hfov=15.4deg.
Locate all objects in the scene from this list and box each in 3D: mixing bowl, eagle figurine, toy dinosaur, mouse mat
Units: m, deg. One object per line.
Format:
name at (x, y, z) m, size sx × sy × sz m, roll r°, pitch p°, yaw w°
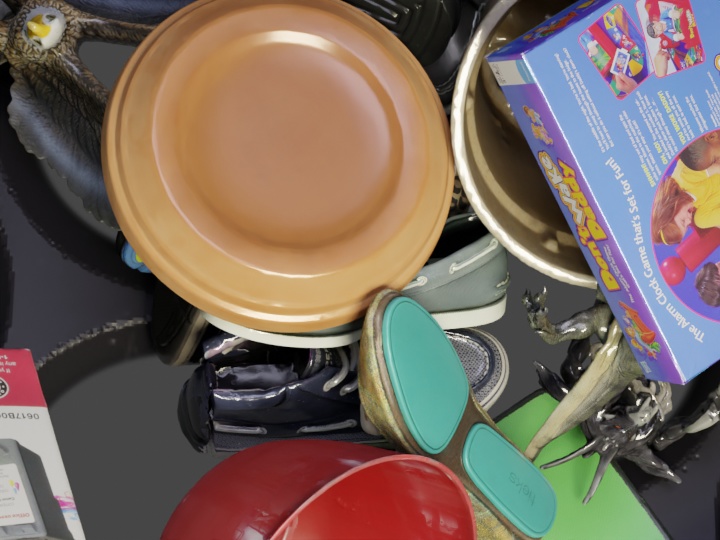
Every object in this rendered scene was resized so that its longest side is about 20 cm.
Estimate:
mixing bowl at (-0.043, 0.170, 1.462) m, size 0.108 × 0.200 × 0.200 m, roll 29°, pitch 65°, yaw 38°
eagle figurine at (-0.164, -0.130, 1.562) m, size 0.200 × 0.152 × 0.151 m, roll 29°, pitch 35°, yaw 0°
toy dinosaur at (0.144, 0.032, 1.489) m, size 0.200 × 0.048 × 0.088 m, roll -39°, pitch 119°, yaw 19°
mouse mat at (0.081, 0.178, 1.556) m, size 0.200 × 0.008 × 0.161 m, roll -32°, pitch 75°, yaw -15°

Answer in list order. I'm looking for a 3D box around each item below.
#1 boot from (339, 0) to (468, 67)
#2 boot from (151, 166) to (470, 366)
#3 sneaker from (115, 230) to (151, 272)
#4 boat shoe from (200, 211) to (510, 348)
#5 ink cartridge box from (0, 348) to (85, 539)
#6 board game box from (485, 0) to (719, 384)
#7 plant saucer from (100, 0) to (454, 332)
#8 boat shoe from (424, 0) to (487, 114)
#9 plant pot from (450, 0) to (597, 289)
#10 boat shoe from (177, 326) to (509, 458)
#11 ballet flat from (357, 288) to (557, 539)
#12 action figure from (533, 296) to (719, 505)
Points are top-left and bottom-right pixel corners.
boot at (-0.012, -0.218, 1.564) m, size 0.211 × 0.079 × 0.158 m, roll 33°, pitch 43°, yaw -6°
boot at (-0.027, -0.020, 1.570) m, size 0.150 × 0.073 × 0.200 m, roll 15°, pitch 107°, yaw -32°
sneaker at (-0.104, -0.091, 1.615) m, size 0.083 × 0.071 × 0.200 m, roll 8°, pitch 74°, yaw 32°
boat shoe at (0.000, 0.000, 1.509) m, size 0.200 × 0.062 × 0.073 m, roll -5°, pitch 27°, yaw -32°
ink cartridge box at (-0.234, 0.141, 1.444) m, size 0.147 × 0.086 × 0.200 m, roll 1°, pitch 45°, yaw -28°
board game box at (0.172, -0.060, 1.425) m, size 0.134 × 0.045 × 0.200 m, roll -32°, pitch 103°, yaw -19°
plant saucer at (-0.041, -0.067, 1.460) m, size 0.200 × 0.037 × 0.201 m, roll 4°, pitch 73°, yaw -13°
boat shoe at (0.049, -0.196, 1.668) m, size 0.072 × 0.060 × 0.202 m, roll 7°, pitch 68°, yaw -4°
plant pot at (0.141, -0.112, 1.559) m, size 0.200 × 0.184 × 0.201 m, roll -1°, pitch 108°, yaw -5°
boat shoe at (-0.005, 0.062, 1.545) m, size 0.199 × 0.093 × 0.075 m, roll -12°, pitch 71°, yaw -10°
ballet flat at (0.039, 0.089, 1.498) m, size 0.071 × 0.200 × 0.071 m, roll -24°, pitch 36°, yaw 20°
action figure at (0.181, 0.042, 1.567) m, size 0.119 × 0.102 × 0.200 m, roll 36°, pitch 66°, yaw -8°
